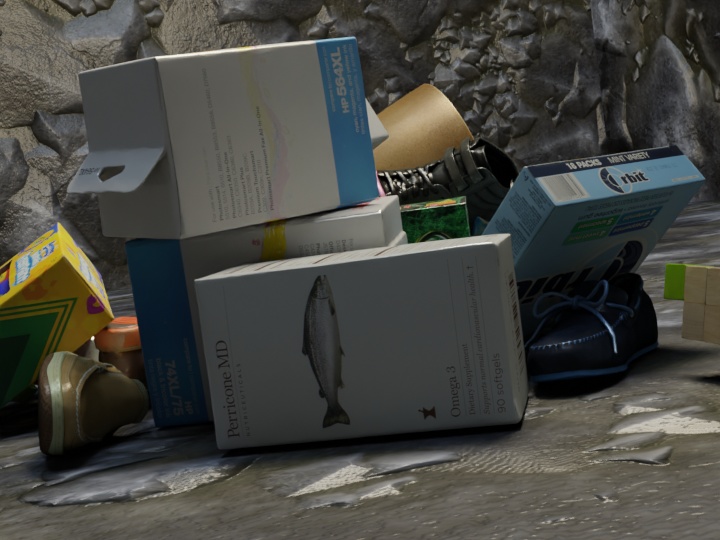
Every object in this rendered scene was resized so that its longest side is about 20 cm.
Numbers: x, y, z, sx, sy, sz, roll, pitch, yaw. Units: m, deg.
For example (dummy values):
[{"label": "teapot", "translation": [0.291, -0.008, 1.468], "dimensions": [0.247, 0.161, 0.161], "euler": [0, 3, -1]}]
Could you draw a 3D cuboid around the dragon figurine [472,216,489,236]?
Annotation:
[{"label": "dragon figurine", "translation": [0.135, -0.019, 1.085], "dimensions": [0.058, 0.201, 0.100], "euler": [-10, 45, -5]}]

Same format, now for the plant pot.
[{"label": "plant pot", "translation": [0.016, -0.065, 1.226], "dimensions": [0.199, 0.187, 0.186], "euler": [-25, 7, -9]}]

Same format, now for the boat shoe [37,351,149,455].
[{"label": "boat shoe", "translation": [-0.196, 0.095, 0.901], "dimensions": [0.076, 0.072, 0.200], "euler": [4, 2, -8]}]

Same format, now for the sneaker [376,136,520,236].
[{"label": "sneaker", "translation": [0.057, -0.081, 1.070], "dimensions": [0.199, 0.071, 0.099], "euler": [5, -37, -30]}]

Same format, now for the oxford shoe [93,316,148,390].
[{"label": "oxford shoe", "translation": [-0.168, 0.071, 1.089], "dimensions": [0.071, 0.073, 0.200], "euler": [0, 7, 31]}]

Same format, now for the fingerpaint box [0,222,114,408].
[{"label": "fingerpaint box", "translation": [-0.308, 0.046, 1.056], "dimensions": [0.167, 0.074, 0.200], "euler": [-38, 17, -5]}]

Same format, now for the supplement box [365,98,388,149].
[{"label": "supplement box", "translation": [-0.088, -0.103, 1.105], "dimensions": [0.200, 0.104, 0.101], "euler": [-34, -6, 35]}]

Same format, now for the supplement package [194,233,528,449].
[{"label": "supplement package", "translation": [0.006, 0.045, 0.809], "dimensions": [0.199, 0.118, 0.117], "euler": [-7, 4, 12]}]

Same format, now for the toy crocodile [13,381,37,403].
[{"label": "toy crocodile", "translation": [-0.307, 0.091, 1.228], "dimensions": [0.067, 0.062, 0.200], "euler": [-43, -9, 10]}]

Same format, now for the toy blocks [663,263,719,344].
[{"label": "toy blocks", "translation": [0.309, 0.028, 0.777], "dimensions": [0.136, 0.101, 0.200], "euler": [3, 1, -20]}]

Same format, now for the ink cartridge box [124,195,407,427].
[{"label": "ink cartridge box", "translation": [-0.061, 0.028, 0.957], "dimensions": [0.199, 0.147, 0.147], "euler": [-7, 7, 8]}]

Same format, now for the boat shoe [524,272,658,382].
[{"label": "boat shoe", "translation": [0.170, 0.040, 0.911], "dimensions": [0.084, 0.069, 0.200], "euler": [-6, 4, 24]}]

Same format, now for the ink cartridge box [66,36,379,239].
[{"label": "ink cartridge box", "translation": [-0.108, -0.097, 0.892], "dimensions": [0.199, 0.126, 0.128], "euler": [-13, 9, -37]}]

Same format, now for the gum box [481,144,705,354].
[{"label": "gum box", "translation": [0.157, -0.006, 0.957], "dimensions": [0.169, 0.045, 0.200], "euler": [-11, -35, -36]}]

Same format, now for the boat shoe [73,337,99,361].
[{"label": "boat shoe", "translation": [-0.208, 0.085, 1.131], "dimensions": [0.064, 0.071, 0.200], "euler": [-46, -12, 36]}]

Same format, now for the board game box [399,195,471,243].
[{"label": "board game box", "translation": [0.000, 0.000, 1.042], "dimensions": [0.199, 0.105, 0.023], "euler": [-8, 18, 8]}]
